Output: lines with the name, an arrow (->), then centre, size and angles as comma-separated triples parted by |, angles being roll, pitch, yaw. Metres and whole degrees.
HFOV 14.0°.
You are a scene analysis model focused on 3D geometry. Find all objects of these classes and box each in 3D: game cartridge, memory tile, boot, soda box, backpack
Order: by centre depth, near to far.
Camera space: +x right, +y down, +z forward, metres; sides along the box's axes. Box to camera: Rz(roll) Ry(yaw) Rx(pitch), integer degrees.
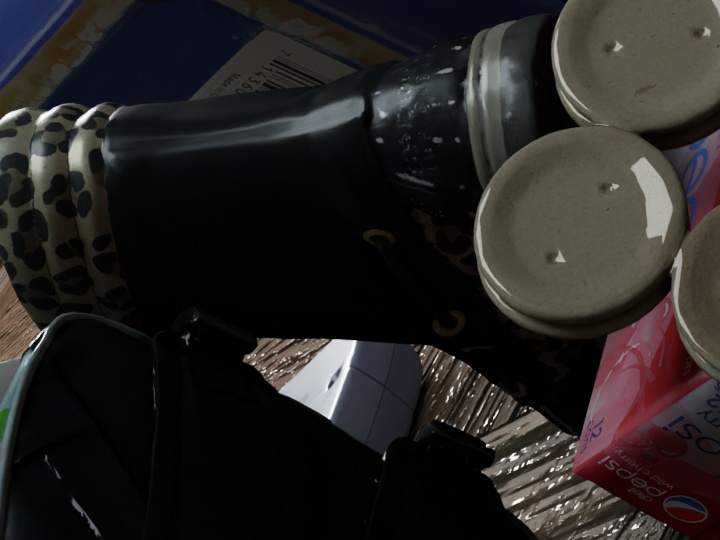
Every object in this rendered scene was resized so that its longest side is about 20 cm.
memory tile -> 0.121, -0.058, 0.669 | 0.201, 0.152, 0.017 | -65, -25, -21
backpack -> -0.043, 0.131, 0.703 | 0.151, 0.177, 0.201 | -52, 21, 29
soda box -> 0.115, -0.027, 0.735 | 0.070, 0.063, 0.201 | -41, 24, 49
boot -> 0.000, -0.002, 0.797 | 0.204, 0.153, 0.074 | 57, -151, -63
game cartridge -> -0.039, 0.112, 1.103 | 0.133, 0.040, 0.201 | -49, 12, 45

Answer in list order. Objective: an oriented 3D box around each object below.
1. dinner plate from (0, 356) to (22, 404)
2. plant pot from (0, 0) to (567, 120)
dinner plate -> -0.075, 0.122, 0.816 | 0.201, 0.200, 0.024 | -55, 24, -4
plant pot -> -0.028, -0.118, 0.971 | 0.200, 0.199, 0.181 | -39, 35, 49
